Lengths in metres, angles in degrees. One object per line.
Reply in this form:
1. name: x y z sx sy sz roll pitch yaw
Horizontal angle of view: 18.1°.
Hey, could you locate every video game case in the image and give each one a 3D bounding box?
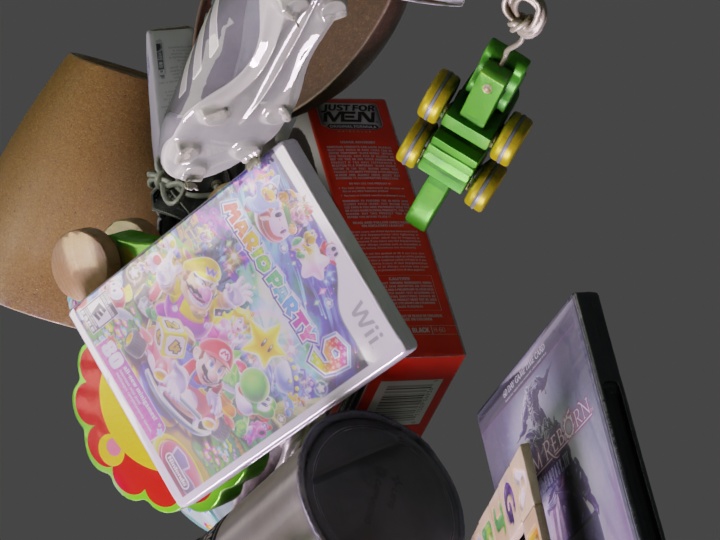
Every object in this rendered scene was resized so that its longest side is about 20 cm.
1. video game case: 0.115 0.133 1.197 0.143 0.019 0.201 123 140 -54
2. video game case: -0.074 0.034 1.353 0.200 0.018 0.144 -36 80 31

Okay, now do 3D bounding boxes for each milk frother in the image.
1. milk frother: -0.008 0.224 1.363 0.188 0.199 0.181 -44 21 43

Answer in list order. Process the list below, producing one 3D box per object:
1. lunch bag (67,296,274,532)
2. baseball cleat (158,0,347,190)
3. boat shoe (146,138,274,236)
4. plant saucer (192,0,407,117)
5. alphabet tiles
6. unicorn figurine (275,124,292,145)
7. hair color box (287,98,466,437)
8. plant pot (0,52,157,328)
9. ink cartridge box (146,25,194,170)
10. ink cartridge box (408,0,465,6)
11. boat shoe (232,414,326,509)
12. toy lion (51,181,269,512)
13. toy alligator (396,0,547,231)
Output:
1. lunch bag: -0.134 0.084 1.644 0.201 0.077 0.160 66 165 -13
2. baseball cleat: -0.063 -0.141 1.285 0.200 0.069 0.107 -49 48 37
3. boat shoe: -0.109 -0.048 1.499 0.073 0.068 0.201 22 103 56
4. plant saucer: -0.027 -0.176 1.429 0.200 0.037 0.202 -28 48 36
5. alphabet tiles: 0.094 0.214 1.215 0.167 0.007 0.201 107 155 -65
6. unicorn figurine: -0.065 -0.082 1.577 0.200 0.073 0.138 -106 13 -62
7. hair color box: 0.000 0.000 1.417 0.102 0.061 0.201 115 147 -48
8. plant pot: -0.221 -0.068 1.842 0.186 0.185 0.201 28 102 65
9. ink cartridge box: -0.127 -0.041 1.669 0.200 0.040 0.201 93 169 -57
10. ink cartridge box: -0.005 -0.247 1.323 0.200 0.083 0.146 30 108 52
11. boat shoe: -0.045 0.093 1.524 0.072 0.065 0.201 -114 32 -44
12. toy lion: -0.102 0.053 1.422 0.199 0.069 0.193 -16 90 32
13. toy alligator: 0.071 -0.097 1.258 0.054 0.059 0.200 -56 -5 -42
